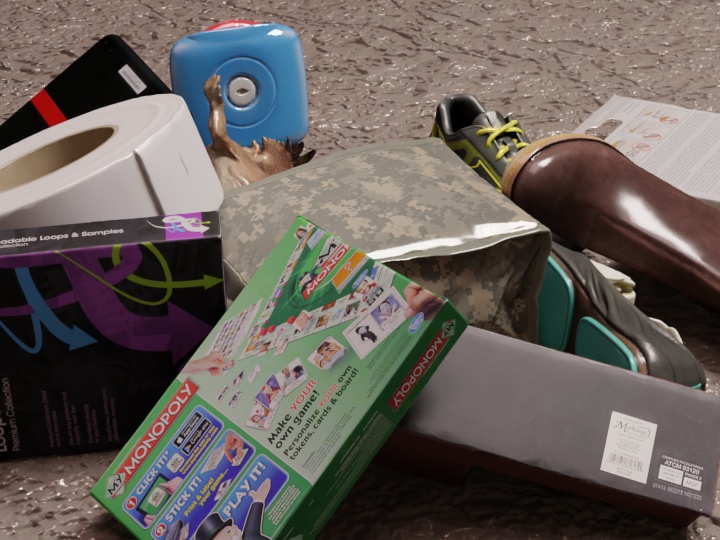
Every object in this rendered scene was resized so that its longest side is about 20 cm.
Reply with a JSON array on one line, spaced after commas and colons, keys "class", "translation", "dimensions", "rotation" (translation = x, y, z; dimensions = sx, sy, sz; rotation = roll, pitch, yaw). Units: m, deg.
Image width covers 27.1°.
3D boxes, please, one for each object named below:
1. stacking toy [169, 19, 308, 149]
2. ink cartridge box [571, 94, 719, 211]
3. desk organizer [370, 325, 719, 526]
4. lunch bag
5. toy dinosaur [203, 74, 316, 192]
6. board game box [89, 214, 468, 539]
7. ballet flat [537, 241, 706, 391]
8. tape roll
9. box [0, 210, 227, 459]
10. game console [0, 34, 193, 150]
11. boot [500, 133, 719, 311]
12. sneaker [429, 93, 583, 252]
[{"class": "stacking toy", "translation": [-0.117, -0.181, 1.352], "dimensions": [0.115, 0.111, 0.200], "rotation": [-9, 19, -8]}, {"class": "ink cartridge box", "translation": [0.262, -0.078, 1.190], "dimensions": [0.199, 0.051, 0.161], "rotation": [12, 32, 31]}, {"class": "desk organizer", "translation": [0.098, 0.091, 0.852], "dimensions": [0.198, 0.077, 0.072], "rotation": [16, 64, 0]}, {"class": "lunch bag", "translation": [0.000, 0.000, 0.983], "dimensions": [0.198, 0.119, 0.164], "rotation": [-9, 30, -23]}, {"class": "toy dinosaur", "translation": [-0.084, -0.051, 1.129], "dimensions": [0.086, 0.135, 0.201], "rotation": [-35, 43, 27]}, {"class": "board game box", "translation": [-0.047, 0.077, 0.817], "dimensions": [0.134, 0.029, 0.201], "rotation": [30, 81, 45]}, {"class": "ballet flat", "translation": [0.156, 0.036, 0.967], "dimensions": [0.068, 0.069, 0.200], "rotation": [-1, 29, -22]}, {"class": "tape roll", "translation": [-0.192, -0.042, 0.976], "dimensions": [0.201, 0.071, 0.203], "rotation": [-20, 19, 7]}, {"class": "box", "translation": [-0.176, 0.043, 0.887], "dimensions": [0.198, 0.144, 0.036], "rotation": [-5, 30, -5]}, {"class": "game console", "translation": [-0.225, -0.094, 1.165], "dimensions": [0.177, 0.031, 0.200], "rotation": [-41, 37, -3]}, {"class": "boot", "translation": [0.206, -0.021, 1.001], "dimensions": [0.199, 0.073, 0.166], "rotation": [12, 20, -39]}, {"class": "sneaker", "translation": [0.106, -0.073, 1.141], "dimensions": [0.074, 0.085, 0.200], "rotation": [-19, 33, -27]}]
